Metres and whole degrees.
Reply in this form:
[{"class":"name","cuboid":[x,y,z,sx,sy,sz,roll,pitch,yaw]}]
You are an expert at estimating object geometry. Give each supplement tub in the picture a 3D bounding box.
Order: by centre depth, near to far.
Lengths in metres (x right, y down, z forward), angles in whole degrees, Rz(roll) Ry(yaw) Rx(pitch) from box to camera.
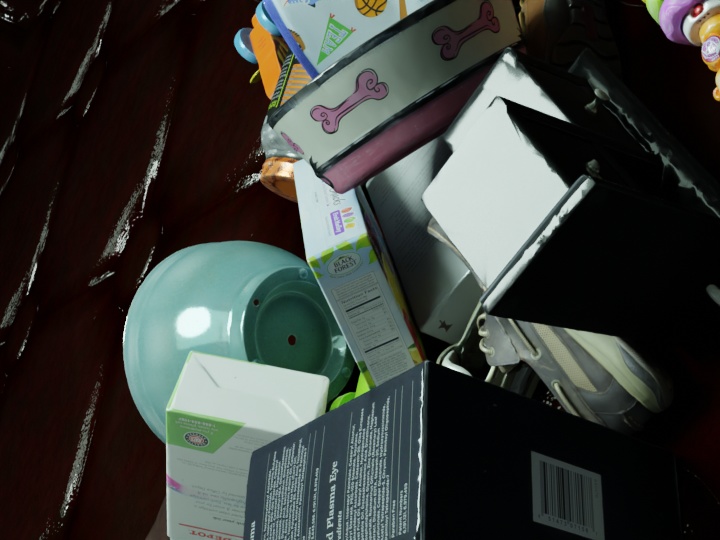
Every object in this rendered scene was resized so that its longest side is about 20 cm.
[{"class":"supplement tub","cuboid":[-0.024,-0.167,1.162,0.122,0.122,0.202,0,70,60]}]

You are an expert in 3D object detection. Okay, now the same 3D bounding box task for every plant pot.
[{"class":"plant pot","cuboid":[-0.085,0.065,1.029,0.134,0.199,0.202,-14,58,51]}]

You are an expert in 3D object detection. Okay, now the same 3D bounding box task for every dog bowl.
[{"class":"dog bowl","cuboid":[0.036,-0.128,0.856,0.199,0.074,0.200,-32,1,1]}]

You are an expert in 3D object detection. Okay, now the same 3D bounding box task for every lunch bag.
[{"class":"lunch bag","cuboid":[0.022,-0.224,0.994,0.169,0.200,0.124,-30,41,13]}]

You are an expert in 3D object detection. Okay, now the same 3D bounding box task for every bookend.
[{"class":"bookend","cuboid":[0.113,-0.064,0.715,0.092,0.197,0.201,-52,50,25]}]

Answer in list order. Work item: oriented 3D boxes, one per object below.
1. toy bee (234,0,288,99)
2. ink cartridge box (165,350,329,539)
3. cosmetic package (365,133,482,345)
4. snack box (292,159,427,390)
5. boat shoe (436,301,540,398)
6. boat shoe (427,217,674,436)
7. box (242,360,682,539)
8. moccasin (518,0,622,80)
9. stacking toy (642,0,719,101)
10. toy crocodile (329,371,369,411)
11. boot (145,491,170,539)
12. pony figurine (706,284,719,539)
[{"class":"toy bee","cuboid":[-0.091,-0.289,1.414,0.130,0.108,0.203,-17,80,45]},{"class":"ink cartridge box","cuboid":[-0.093,0.166,0.962,0.068,0.116,0.201,-76,-4,-48]},{"class":"cosmetic package","cuboid":[0.077,-0.038,0.946,0.102,0.071,0.201,-52,32,25]},{"class":"snack box","cuboid":[0.000,0.000,0.940,0.052,0.143,0.200,-22,25,3]},{"class":"boat shoe","cuboid":[0.084,0.081,0.852,0.202,0.068,0.075,-64,28,7]},{"class":"boat shoe","cuboid":[0.106,0.034,0.761,0.074,0.074,0.200,-51,62,10]},{"class":"box","cuboid":[0.057,0.154,0.707,0.182,0.199,0.105,-33,44,45]},{"class":"moccasin","cuboid":[0.150,-0.163,0.913,0.078,0.073,0.203,124,149,-48]},{"class":"stacking toy","cuboid":[0.227,-0.189,0.788,0.116,0.109,0.202,-36,52,40]},{"class":"toy crocodile","cuboid":[0.011,0.149,0.951,0.067,0.061,0.202,-32,40,48]},{"class":"boot","cuboid":[-0.186,0.228,1.209,0.167,0.072,0.201,-52,35,23]},{"class":"pony figurine","cuboid":[0.220,0.090,0.554,0.193,0.165,0.203,-179,94,-68]}]
